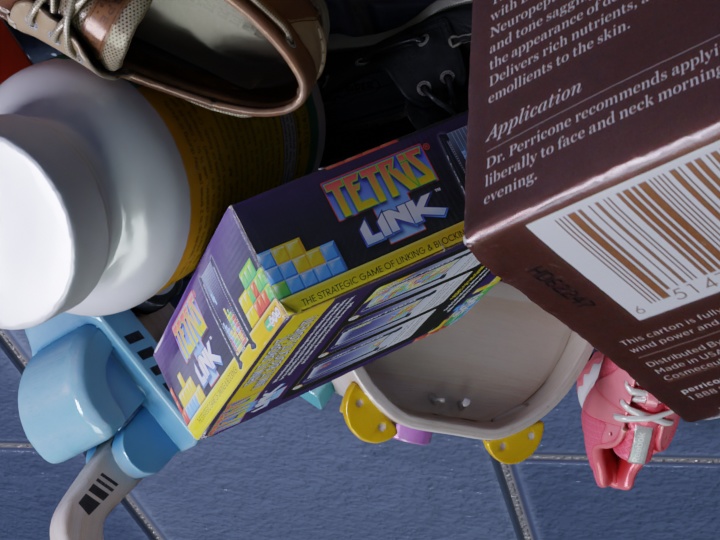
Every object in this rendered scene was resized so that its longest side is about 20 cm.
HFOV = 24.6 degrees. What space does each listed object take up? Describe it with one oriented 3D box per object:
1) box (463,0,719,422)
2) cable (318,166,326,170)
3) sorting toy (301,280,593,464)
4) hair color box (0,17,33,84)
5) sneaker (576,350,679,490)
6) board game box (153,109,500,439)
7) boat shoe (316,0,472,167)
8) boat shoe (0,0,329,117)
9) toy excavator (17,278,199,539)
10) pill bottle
[{"bbox_3d":[0.153,-0.079,0.653,0.165,0.202,0.164,-23,137,36],"label":"box"},{"bbox_3d":[-0.063,-0.041,0.902,0.197,0.051,0.097,1,-174,4],"label":"cable"},{"bbox_3d":[0.012,0.049,1.000,0.198,0.108,0.179,12,174,-30],"label":"sorting toy"},{"bbox_3d":[-0.209,-0.116,0.774,0.111,0.064,0.201,43,169,36],"label":"hair color box"},{"bbox_3d":[0.179,0.070,1.004,0.073,0.088,0.201,8,148,0],"label":"sneaker"},{"bbox_3d":[0.000,0.000,0.774,0.164,0.057,0.200,-22,167,-23],"label":"board game box"},{"bbox_3d":[0.027,-0.085,0.812,0.197,0.067,0.075,-5,146,22],"label":"boat shoe"},{"bbox_3d":[-0.101,-0.118,0.668,0.198,0.072,0.076,16,123,-16],"label":"boat shoe"},{"bbox_3d":[-0.154,0.109,0.999,0.099,0.200,0.195,-25,107,44],"label":"toy excavator"},{"bbox_3d":[-0.105,-0.047,0.742,0.111,0.200,0.114,10,113,24],"label":"pill bottle"}]
